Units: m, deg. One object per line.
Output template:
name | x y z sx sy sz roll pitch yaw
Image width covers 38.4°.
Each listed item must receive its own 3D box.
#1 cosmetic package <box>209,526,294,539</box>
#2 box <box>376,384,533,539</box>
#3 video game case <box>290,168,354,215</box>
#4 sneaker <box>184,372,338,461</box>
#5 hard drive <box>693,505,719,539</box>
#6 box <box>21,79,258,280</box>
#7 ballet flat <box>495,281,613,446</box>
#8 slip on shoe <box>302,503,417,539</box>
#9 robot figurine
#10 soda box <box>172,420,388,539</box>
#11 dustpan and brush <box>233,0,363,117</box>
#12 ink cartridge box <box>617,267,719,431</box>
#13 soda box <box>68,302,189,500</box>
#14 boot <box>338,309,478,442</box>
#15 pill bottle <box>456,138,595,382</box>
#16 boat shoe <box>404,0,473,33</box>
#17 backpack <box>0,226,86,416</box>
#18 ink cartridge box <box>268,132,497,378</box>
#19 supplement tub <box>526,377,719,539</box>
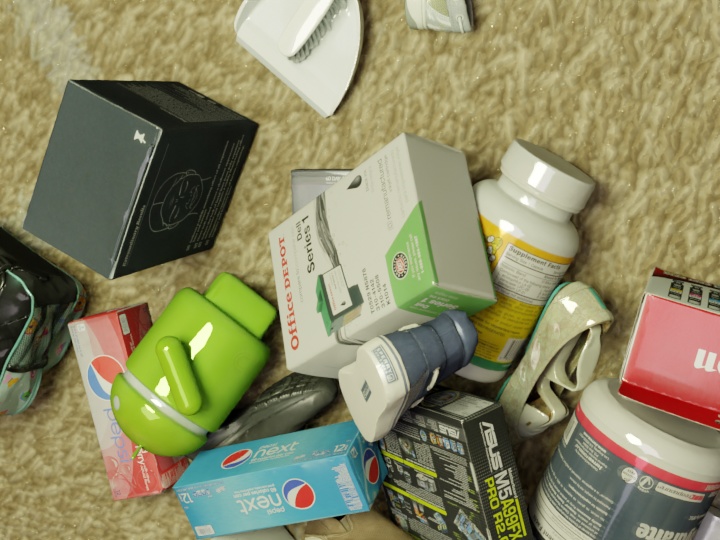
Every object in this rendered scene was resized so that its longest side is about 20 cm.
cosmetic package | -0.141 0.374 1.050 0.167 0.200 0.167 -45 83 21
box | 0.076 0.187 0.951 0.199 0.044 0.162 5 112 64
video game case | 0.000 0.000 1.035 0.141 0.019 0.203 2 100 20
sneaker | -0.091 0.172 1.075 0.199 0.076 0.091 -33 93 31
hard drive | 0.344 0.336 0.962 0.131 0.025 0.202 24 106 15
box | -0.206 -0.094 0.996 0.106 0.200 0.150 28 107 13
ballet flat | 0.170 0.103 0.942 0.062 0.067 0.202 46 131 37
slip on shoe | 0.005 0.259 1.014 0.199 0.075 0.061 -17 70 61
robot figurine | -0.170 0.100 1.042 0.115 0.175 0.201 38 85 -11
soda box | -0.078 0.204 1.007 0.198 0.068 0.065 -15 108 24
dustpan and brush | -0.033 -0.263 0.980 0.139 0.057 0.201 41 110 9
ink cartridge box | 0.322 0.076 0.846 0.198 0.175 0.085 17 104 16
soda box | -0.251 0.142 1.125 0.069 0.063 0.202 -12 94 21
boot | 0.040 0.091 0.882 0.090 0.200 0.073 -23 80 -15
pill bottle | 0.128 -0.011 0.936 0.112 0.113 0.201 31 108 12
boat shoe | 0.081 -0.318 0.927 0.064 0.074 0.205 9 106 12
backpack | -0.408 0.062 1.120 0.175 0.153 0.202 30 98 15
ink cartridge box | 0.012 -0.005 0.919 0.199 0.084 0.148 -33 58 40
supplement tub | 0.227 0.212 0.922 0.139 0.140 0.202 26 107 14
